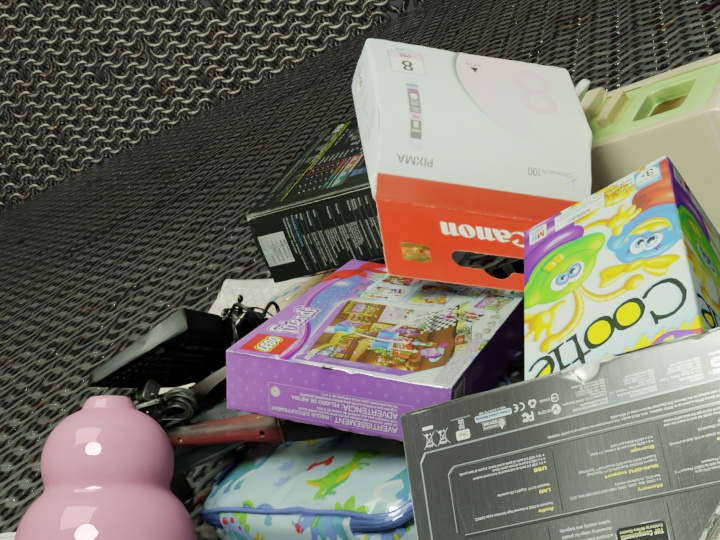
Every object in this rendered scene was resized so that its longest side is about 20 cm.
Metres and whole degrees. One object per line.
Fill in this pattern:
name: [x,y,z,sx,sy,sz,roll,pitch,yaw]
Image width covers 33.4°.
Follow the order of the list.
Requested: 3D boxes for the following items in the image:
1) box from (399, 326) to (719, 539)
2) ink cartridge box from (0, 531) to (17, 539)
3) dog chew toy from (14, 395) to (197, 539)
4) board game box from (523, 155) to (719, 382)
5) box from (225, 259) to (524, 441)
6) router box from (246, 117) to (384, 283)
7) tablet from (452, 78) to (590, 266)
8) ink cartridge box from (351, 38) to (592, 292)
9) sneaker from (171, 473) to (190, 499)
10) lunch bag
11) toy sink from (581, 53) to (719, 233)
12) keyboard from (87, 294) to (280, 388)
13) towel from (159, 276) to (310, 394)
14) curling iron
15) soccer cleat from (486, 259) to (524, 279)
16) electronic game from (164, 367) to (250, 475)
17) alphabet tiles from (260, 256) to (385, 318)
box: [0.121,0.118,0.518,0.198,0.160,0.048,-20,-22,29]
ink cartridge box: [-0.283,0.276,0.812,0.145,0.087,0.200,-16,20,35]
dog chew toy: [-0.148,0.175,0.696,0.123,0.203,0.125,-1,-11,0]
board game box: [0.158,0.045,0.663,0.104,0.103,0.201,-29,26,24]
box: [0.020,0.044,0.747,0.135,0.040,0.200,8,19,20]
router box: [0.016,-0.073,0.956,0.148,0.063,0.200,-14,22,25]
tablet: [0.110,-0.058,0.952,0.200,0.014,0.130,-52,0,-29]
ink cartridge box: [0.085,-0.075,0.821,0.160,0.057,0.201,7,40,-15]
sneaker: [-0.202,0.175,1.009,0.088,0.074,0.200,-42,14,-10]
lunch bag: [0.007,0.135,0.764,0.199,0.083,0.160,-9,22,45]
toy sink: [0.229,-0.087,0.977,0.198,0.113,0.130,-16,21,37]
keyboard: [-0.104,0.060,0.807,0.104,0.040,0.200,-36,-8,4]
towel: [-0.062,0.068,1.012,0.198,0.033,0.192,-2,36,22]
curling iron: [-0.055,0.090,0.733,0.197,0.050,0.026,-1,51,15]
soccer cleat: [0.121,0.025,0.899,0.084,0.069,0.200,-16,-7,-26]
electronic game: [-0.076,0.089,0.860,0.198,0.042,0.200,-29,7,4]
alphabet tiles: [0.000,0.000,0.964,0.198,0.015,0.196,-27,10,20]
